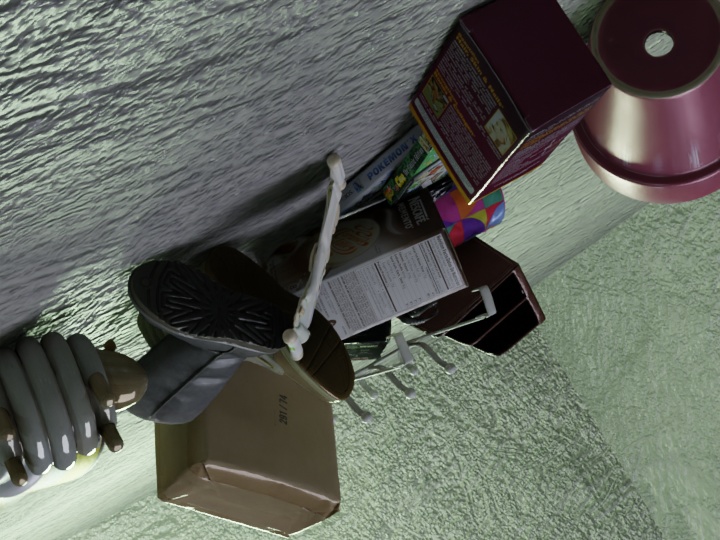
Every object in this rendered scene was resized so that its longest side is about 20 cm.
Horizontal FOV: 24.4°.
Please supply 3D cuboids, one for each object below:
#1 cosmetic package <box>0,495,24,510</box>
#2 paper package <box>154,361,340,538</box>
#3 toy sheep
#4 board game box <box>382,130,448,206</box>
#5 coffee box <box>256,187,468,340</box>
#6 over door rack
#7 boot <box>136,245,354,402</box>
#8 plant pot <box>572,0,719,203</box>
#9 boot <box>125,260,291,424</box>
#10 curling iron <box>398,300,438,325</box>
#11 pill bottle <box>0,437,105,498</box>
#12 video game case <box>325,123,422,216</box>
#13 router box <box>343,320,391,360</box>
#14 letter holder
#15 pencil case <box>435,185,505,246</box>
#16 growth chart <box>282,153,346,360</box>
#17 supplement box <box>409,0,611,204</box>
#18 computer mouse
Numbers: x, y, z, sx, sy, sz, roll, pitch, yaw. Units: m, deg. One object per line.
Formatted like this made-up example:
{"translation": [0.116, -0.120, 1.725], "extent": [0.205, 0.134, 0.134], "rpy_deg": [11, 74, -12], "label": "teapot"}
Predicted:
{"translation": [-0.467, 0.255, 1.862], "extent": [0.200, 0.073, 0.104], "rpy_deg": [-24, 169, -40], "label": "cosmetic package"}
{"translation": [-0.126, 0.165, 1.803], "extent": [0.190, 0.201, 0.103], "rpy_deg": [22, 137, -34], "label": "paper package"}
{"translation": [-0.287, 0.122, 1.490], "extent": [0.199, 0.138, 0.138], "rpy_deg": [-15, 167, -18], "label": "toy sheep"}
{"translation": [0.087, -0.122, 1.613], "extent": [0.105, 0.024, 0.200], "rpy_deg": [-27, 172, -18], "label": "board game box"}
{"translation": [0.000, 0.000, 1.743], "extent": [0.199, 0.080, 0.114], "rpy_deg": [-23, -151, 3], "label": "coffee box"}
{"translation": [0.054, 0.105, 1.856], "extent": [0.148, 0.067, 0.200], "rpy_deg": [-28, 172, -36], "label": "over door rack"}
{"translation": [-0.116, 0.080, 1.679], "extent": [0.155, 0.200, 0.072], "rpy_deg": [-35, -162, 40], "label": "boot"}
{"translation": [0.294, -0.188, 1.610], "extent": [0.200, 0.200, 0.179], "rpy_deg": [-31, 157, 1], "label": "plant pot"}
{"translation": [-0.184, 0.074, 1.591], "extent": [0.182, 0.073, 0.200], "rpy_deg": [27, 146, -28], "label": "boot"}
{"translation": [0.038, 0.019, 1.976], "extent": [0.049, 0.026, 0.200], "rpy_deg": [-19, -155, -16], "label": "curling iron"}
{"translation": [-0.334, 0.165, 1.650], "extent": [0.109, 0.109, 0.200], "rpy_deg": [-33, 172, 11], "label": "pill bottle"}
{"translation": [0.081, -0.129, 1.720], "extent": [0.200, 0.022, 0.182], "rpy_deg": [-25, 170, -47], "label": "video game case"}
{"translation": [-0.068, 0.070, 1.954], "extent": [0.199, 0.062, 0.150], "rpy_deg": [-3, 168, -6], "label": "router box"}
{"translation": [0.100, 0.031, 2.035], "extent": [0.142, 0.101, 0.200], "rpy_deg": [-40, -141, -11], "label": "letter holder"}
{"translation": [0.076, -0.052, 1.967], "extent": [0.200, 0.089, 0.088], "rpy_deg": [-28, 172, -23], "label": "pencil case"}
{"translation": [-0.040, -0.011, 1.556], "extent": [0.018, 0.201, 0.145], "rpy_deg": [13, 164, 3], "label": "growth chart"}
{"translation": [0.122, -0.148, 1.414], "extent": [0.085, 0.111, 0.200], "rpy_deg": [-29, 172, -17], "label": "supplement box"}
{"translation": [0.011, -0.059, 1.822], "extent": [0.200, 0.034, 0.059], "rpy_deg": [-28, 165, -2], "label": "computer mouse"}
